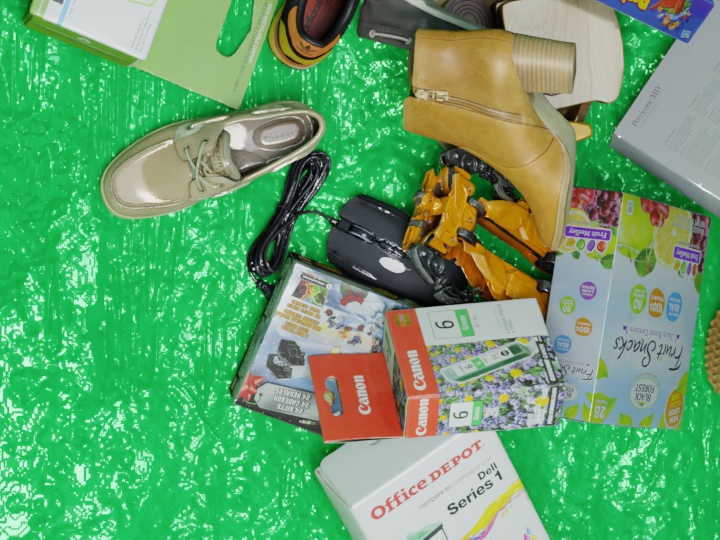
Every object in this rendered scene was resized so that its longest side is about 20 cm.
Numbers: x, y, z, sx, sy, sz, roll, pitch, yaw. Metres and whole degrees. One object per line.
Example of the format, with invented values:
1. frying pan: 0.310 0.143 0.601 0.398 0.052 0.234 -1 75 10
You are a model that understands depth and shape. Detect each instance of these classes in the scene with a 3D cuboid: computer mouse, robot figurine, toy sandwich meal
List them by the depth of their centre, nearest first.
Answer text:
1. computer mouse: 0.000 0.000 1.486 0.199 0.046 0.141 35 80 -15
2. robot figurine: 0.116 -0.017 1.486 0.199 0.058 0.146 32 67 -30
3. toy sandwich meal: 0.142 -0.183 1.513 0.203 0.070 0.207 0 92 -17

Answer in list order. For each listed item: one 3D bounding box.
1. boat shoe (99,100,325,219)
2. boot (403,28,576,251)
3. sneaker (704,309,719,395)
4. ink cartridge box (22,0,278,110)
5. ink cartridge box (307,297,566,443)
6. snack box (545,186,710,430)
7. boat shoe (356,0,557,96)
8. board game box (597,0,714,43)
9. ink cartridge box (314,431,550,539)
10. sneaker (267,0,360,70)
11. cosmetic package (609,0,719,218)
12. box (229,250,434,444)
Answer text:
1. boat shoe: -0.125 -0.097 1.432 0.198 0.065 0.073 -19 98 -11
2. boot: 0.107 -0.111 1.414 0.143 0.071 0.203 4 124 12
3. sneaker: 0.390 0.030 1.596 0.089 0.075 0.202 6 101 -34
4. ink cartridge box: -0.162 -0.240 1.413 0.199 0.076 0.149 21 85 -16
5. ink cartridge box: 0.061 0.082 1.402 0.198 0.109 0.051 -4 130 -9
6. snack box: 0.237 0.037 1.513 0.168 0.067 0.202 9 91 -51
7. boat shoe: 0.086 -0.187 1.457 0.199 0.067 0.057 30 105 16
8. board game box: 0.209 -0.290 1.500 0.199 0.135 0.045 22 124 -17
9. ink cartridge box: 0.072 0.220 1.465 0.144 0.084 0.201 -33 118 -10
10. sneaker: -0.012 -0.268 1.452 0.070 0.090 0.202 24 84 -16
11. cosmetic package: 0.346 -0.160 1.561 0.150 0.052 0.201 34 81 8
12. box: 0.002 0.083 1.475 0.199 0.040 0.138 22 101 -17
